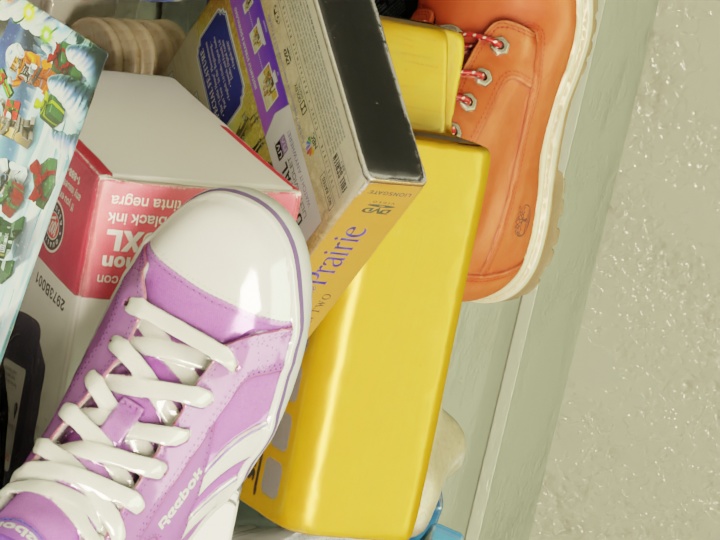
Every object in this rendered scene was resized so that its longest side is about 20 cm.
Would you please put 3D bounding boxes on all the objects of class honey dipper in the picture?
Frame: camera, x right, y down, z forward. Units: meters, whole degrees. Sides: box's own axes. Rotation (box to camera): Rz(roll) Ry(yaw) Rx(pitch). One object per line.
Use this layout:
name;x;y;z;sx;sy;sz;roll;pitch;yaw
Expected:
honey dipper;-0.046;-0.091;1.275;0.200;0.038;0.038;-5;113;-48

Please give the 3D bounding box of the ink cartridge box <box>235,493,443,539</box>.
ink cartridge box;-0.051;0.140;1.428;0.200;0.144;0.085;106;-23;-53

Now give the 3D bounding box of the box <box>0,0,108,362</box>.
box;-0.162;-0.005;0.915;0.137;0.040;0.200;30;74;-52

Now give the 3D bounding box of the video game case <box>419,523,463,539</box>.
video game case;-0.007;0.225;1.278;0.143;0.018;0.200;123;-14;-46

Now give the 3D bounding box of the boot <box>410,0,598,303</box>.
boot;0.045;-0.083;1.247;0.107;0.075;0.200;-6;101;-59

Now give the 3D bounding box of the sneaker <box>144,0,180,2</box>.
sneaker;-0.073;-0.192;1.123;0.075;0.078;0.200;-59;162;-55

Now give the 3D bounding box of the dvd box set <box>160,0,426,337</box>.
dvd box set;-0.047;-0.031;1.154;0.200;0.029;0.147;-53;-139;42

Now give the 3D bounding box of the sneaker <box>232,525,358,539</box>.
sneaker;-0.031;0.159;1.279;0.200;0.115;0.075;45;52;-59

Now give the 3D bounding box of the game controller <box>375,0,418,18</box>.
game controller;0.003;-0.123;1.274;0.200;0.042;0.105;-45;137;-56

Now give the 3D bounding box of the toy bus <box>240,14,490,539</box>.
toy bus;0.000;0.000;1.162;0.078;0.065;0.200;25;-74;61

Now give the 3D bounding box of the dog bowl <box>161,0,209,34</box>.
dog bowl;-0.024;-0.168;1.403;0.200;0.079;0.200;16;90;-79

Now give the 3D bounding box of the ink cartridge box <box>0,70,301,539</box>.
ink cartridge box;-0.103;0.038;1.115;0.145;0.084;0.200;42;-56;58

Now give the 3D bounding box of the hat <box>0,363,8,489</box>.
hat;-0.168;0.075;1.024;0.201;0.081;0.201;17;90;-79

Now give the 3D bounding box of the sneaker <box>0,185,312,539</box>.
sneaker;-0.081;0.065;0.975;0.201;0.073;0.114;-64;171;5

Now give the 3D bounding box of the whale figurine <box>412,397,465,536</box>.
whale figurine;-0.023;0.024;1.300;0.200;0.104;0.159;64;30;-21
